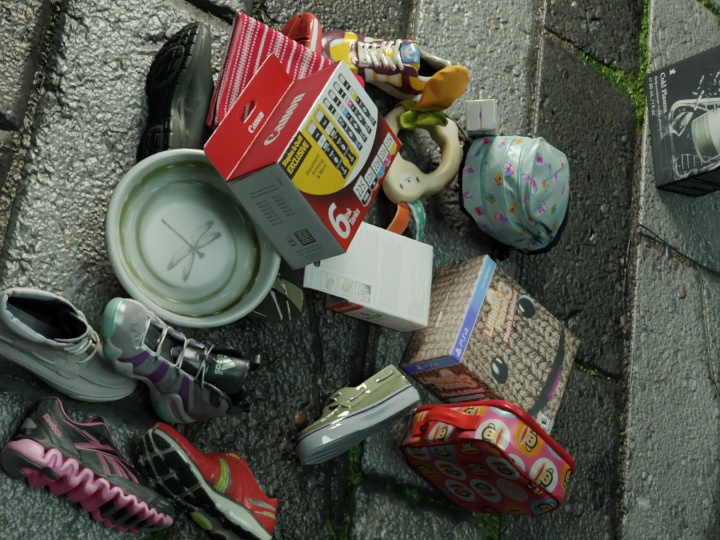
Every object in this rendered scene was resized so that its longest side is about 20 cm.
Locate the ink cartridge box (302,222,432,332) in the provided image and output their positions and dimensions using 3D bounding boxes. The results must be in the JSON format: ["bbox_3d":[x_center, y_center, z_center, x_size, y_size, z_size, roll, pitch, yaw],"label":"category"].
[{"bbox_3d":[0.000,0.000,1.580,0.199,0.050,0.110,18,68,-35],"label":"ink cartridge box"}]

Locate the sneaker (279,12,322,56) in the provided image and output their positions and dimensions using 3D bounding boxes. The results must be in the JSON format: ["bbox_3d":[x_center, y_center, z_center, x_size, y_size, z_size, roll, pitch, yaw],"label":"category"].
[{"bbox_3d":[-0.062,-0.210,1.579,0.115,0.078,0.201,22,77,-43],"label":"sneaker"}]

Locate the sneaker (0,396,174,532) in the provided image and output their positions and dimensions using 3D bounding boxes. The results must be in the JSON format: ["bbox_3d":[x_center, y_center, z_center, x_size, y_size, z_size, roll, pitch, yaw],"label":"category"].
[{"bbox_3d":[-0.266,0.197,1.296,0.200,0.079,0.096,38,46,-28],"label":"sneaker"}]

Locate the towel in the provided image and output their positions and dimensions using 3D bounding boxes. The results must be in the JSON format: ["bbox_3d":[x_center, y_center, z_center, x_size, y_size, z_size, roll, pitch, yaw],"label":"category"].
[{"bbox_3d":[-0.083,-0.199,1.494,0.199,0.022,0.145,22,75,-38],"label":"towel"}]

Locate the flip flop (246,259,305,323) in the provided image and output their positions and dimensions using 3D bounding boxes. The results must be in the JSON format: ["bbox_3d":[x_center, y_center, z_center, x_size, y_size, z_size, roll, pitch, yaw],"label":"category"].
[{"bbox_3d":[-0.158,0.022,1.441,0.199,0.058,0.082,3,72,-24],"label":"flip flop"}]

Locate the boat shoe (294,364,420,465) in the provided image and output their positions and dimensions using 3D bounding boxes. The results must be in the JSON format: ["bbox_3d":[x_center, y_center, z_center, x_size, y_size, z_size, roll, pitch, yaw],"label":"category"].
[{"bbox_3d":[-0.012,0.174,1.524,0.200,0.072,0.062,-21,68,-45],"label":"boat shoe"}]

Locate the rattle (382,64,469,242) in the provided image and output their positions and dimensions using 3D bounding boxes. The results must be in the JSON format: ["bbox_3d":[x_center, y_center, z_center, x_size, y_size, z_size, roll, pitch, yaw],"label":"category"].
[{"bbox_3d":[0.091,-0.141,1.634,0.130,0.142,0.201,37,55,-31],"label":"rattle"}]

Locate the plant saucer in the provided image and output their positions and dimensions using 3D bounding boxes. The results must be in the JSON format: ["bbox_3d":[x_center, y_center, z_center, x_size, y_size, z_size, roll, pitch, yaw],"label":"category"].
[{"bbox_3d":[-0.186,-0.031,1.382,0.199,0.050,0.201,8,72,-25],"label":"plant saucer"}]

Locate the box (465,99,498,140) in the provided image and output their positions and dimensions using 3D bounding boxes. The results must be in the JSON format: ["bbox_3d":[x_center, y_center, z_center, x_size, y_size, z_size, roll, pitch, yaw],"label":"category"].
[{"bbox_3d":[0.165,-0.199,1.697,0.200,0.038,0.042,-6,94,-82],"label":"box"}]

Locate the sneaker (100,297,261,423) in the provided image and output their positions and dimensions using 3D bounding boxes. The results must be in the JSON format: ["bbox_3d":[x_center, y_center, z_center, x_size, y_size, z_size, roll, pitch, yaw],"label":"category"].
[{"bbox_3d":[-0.171,0.090,1.307,0.200,0.139,0.078,58,36,-51],"label":"sneaker"}]

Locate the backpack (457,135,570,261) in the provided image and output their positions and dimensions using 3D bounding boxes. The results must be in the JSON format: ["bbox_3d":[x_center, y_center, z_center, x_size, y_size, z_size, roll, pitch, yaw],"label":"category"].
[{"bbox_3d":[0.210,-0.113,1.700,0.200,0.126,0.168,23,64,-59],"label":"backpack"}]

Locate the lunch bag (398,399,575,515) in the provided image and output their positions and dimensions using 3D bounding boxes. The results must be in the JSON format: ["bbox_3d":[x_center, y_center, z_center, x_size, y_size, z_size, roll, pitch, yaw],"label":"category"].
[{"bbox_3d":[0.143,0.222,1.545,0.176,0.200,0.082,43,60,-24],"label":"lunch bag"}]

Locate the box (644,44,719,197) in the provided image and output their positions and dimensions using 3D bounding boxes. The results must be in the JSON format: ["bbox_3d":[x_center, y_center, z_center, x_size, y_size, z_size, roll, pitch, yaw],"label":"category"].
[{"bbox_3d":[0.577,-0.243,2.034,0.123,0.196,0.201,7,74,-39],"label":"box"}]

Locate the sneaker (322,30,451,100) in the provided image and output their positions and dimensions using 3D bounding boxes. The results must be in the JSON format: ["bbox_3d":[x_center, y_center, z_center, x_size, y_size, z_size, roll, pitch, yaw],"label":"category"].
[{"bbox_3d":[0.027,-0.277,1.648,0.199,0.090,0.075,5,76,-40],"label":"sneaker"}]

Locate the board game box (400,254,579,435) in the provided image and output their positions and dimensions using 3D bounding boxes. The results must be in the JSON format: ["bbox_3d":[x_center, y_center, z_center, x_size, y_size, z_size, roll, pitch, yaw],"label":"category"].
[{"bbox_3d":[0.174,0.108,1.667,0.200,0.097,0.160,39,56,-26],"label":"board game box"}]

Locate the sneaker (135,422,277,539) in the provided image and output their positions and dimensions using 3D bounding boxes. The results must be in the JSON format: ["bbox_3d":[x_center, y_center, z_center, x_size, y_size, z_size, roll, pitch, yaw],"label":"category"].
[{"bbox_3d":[-0.165,0.225,1.378,0.200,0.077,0.085,49,41,-28],"label":"sneaker"}]

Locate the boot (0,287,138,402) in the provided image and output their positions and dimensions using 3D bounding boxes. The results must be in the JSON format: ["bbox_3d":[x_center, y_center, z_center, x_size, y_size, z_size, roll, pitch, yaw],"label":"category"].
[{"bbox_3d":[-0.295,0.077,1.279,0.199,0.095,0.074,26,63,-33],"label":"boot"}]

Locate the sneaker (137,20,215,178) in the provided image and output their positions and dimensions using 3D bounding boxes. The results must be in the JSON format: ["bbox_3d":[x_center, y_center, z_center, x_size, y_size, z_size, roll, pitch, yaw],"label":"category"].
[{"bbox_3d":[-0.197,-0.187,1.457,0.091,0.076,0.201,20,76,-42],"label":"sneaker"}]

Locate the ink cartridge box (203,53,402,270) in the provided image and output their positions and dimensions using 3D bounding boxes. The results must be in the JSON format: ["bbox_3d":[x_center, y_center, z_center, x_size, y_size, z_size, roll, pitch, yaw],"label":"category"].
[{"bbox_3d":[-0.060,-0.136,1.410,0.176,0.084,0.200,52,42,-26],"label":"ink cartridge box"}]
